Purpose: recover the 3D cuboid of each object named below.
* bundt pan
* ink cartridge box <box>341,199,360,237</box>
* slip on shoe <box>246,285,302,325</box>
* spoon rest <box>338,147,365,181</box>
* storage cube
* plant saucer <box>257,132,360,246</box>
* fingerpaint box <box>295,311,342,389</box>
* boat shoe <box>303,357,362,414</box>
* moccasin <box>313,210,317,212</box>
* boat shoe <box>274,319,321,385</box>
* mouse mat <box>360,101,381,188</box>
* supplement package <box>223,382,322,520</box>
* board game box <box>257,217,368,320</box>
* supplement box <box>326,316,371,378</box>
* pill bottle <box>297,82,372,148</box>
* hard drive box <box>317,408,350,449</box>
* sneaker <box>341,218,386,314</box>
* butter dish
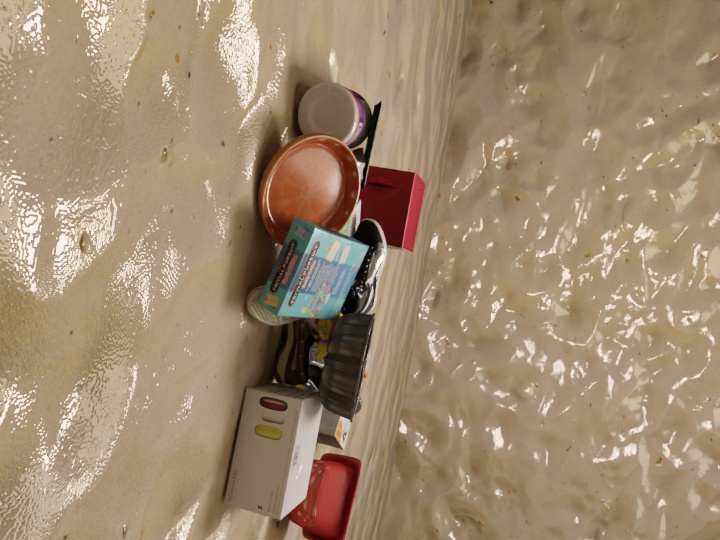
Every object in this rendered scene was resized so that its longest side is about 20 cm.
[{"bbox_3d":[-0.028,0.172,1.120,0.202,0.074,0.206,13,90,-87],"label":"bundt pan"},{"bbox_3d":[-0.061,-0.038,1.269,0.146,0.082,0.204,-57,154,-58],"label":"ink cartridge box"},{"bbox_3d":[-0.142,0.053,1.067,0.199,0.061,0.075,2,113,-63],"label":"slip on shoe"},{"bbox_3d":[-0.015,-0.192,1.157,0.200,0.059,0.101,-29,132,-79],"label":"spoon rest"},{"bbox_3d":[0.058,-0.152,1.502,0.200,0.167,0.184,12,89,-77],"label":"storage cube"},{"bbox_3d":[-0.087,-0.133,1.019,0.198,0.032,0.204,-21,127,-30],"label":"plant saucer"},{"bbox_3d":[-0.081,0.191,1.376,0.167,0.072,0.204,8,92,-77],"label":"fingerpaint box"},{"bbox_3d":[-0.067,0.247,1.259,0.073,0.200,0.062,-52,-159,-12],"label":"boat shoe"},{"bbox_3d":[-0.080,-0.149,1.147,0.201,0.072,0.079,-46,131,-61],"label":"moccasin"},{"bbox_3d":[-0.111,0.128,1.194,0.075,0.073,0.207,53,46,-71],"label":"boat shoe"},{"bbox_3d":[0.017,-0.250,1.195,0.200,0.007,0.164,-106,-153,-77],"label":"mouse mat"},{"bbox_3d":[-0.152,0.320,1.096,0.156,0.109,0.204,32,68,-76],"label":"supplement package"},{"bbox_3d":[-0.075,0.004,1.028,0.199,0.046,0.153,15,101,-63],"label":"board game box"},{"bbox_3d":[-0.021,0.172,1.317,0.201,0.065,0.070,77,24,-59],"label":"supplement box"},{"bbox_3d":[-0.038,-0.285,1.126,0.200,0.109,0.114,-41,139,-74],"label":"pill bottle"},{"bbox_3d":[-0.062,0.342,1.562,0.157,0.075,0.203,74,28,-62],"label":"hard drive box"},{"bbox_3d":[0.000,0.000,1.222,0.112,0.072,0.205,-21,117,-65],"label":"sneaker"},{"bbox_3d":[-0.110,0.511,1.377,0.198,0.146,0.204,-16,-128,55],"label":"butter dish"}]
